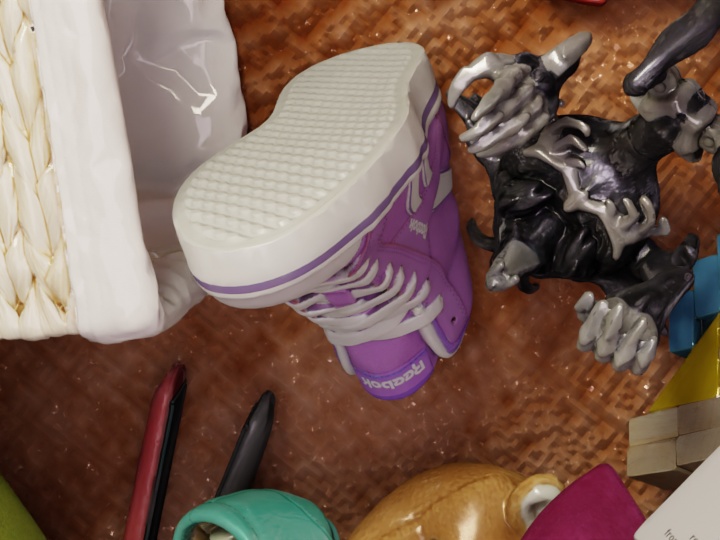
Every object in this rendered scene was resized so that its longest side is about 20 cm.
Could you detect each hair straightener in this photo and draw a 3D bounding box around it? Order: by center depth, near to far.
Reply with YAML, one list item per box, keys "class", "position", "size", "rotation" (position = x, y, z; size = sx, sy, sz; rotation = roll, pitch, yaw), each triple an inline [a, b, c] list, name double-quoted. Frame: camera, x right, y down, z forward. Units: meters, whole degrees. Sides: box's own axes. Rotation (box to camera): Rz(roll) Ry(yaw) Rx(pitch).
- class: "hair straightener"
  position: [-0.060, 0.139, 1.012]
  size: [0.077, 0.041, 0.200]
  rotation: [15, 99, 2]

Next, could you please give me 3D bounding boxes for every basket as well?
- class: "basket"
  position: [-0.136, -0.076, 0.913]
  size: [0.161, 0.198, 0.200]
  rotation: [-9, 98, 9]

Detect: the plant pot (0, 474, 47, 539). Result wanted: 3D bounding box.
- class: "plant pot"
  position: [-0.163, 0.160, 0.924]
  size: [0.200, 0.200, 0.193]
  rotation: [-37, 115, 8]

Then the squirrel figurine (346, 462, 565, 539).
- class: "squirrel figurine"
  position: [0.079, 0.157, 0.976]
  size: [0.200, 0.142, 0.187]
  rotation: [-9, 87, -9]

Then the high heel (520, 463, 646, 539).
- class: "high heel"
  position: [0.133, 0.150, 0.885]
  size: [0.200, 0.067, 0.096]
  rotation: [34, 74, -1]

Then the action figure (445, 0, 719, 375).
- class: "action figure"
  position: [0.084, -0.034, 0.908]
  size: [0.119, 0.102, 0.200]
  rotation: [51, 137, 3]

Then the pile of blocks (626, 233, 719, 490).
- class: "pile of blocks"
  position: [0.171, 0.001, 0.977]
  size: [0.062, 0.082, 0.200]
  rotation: [22, 114, -42]

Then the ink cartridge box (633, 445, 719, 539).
- class: "ink cartridge box"
  position: [0.211, 0.068, 0.850]
  size: [0.200, 0.086, 0.146]
  rotation: [-47, 125, 2]

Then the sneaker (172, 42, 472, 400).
- class: "sneaker"
  position: [0.001, 0.000, 0.910]
  size: [0.073, 0.200, 0.114]
  rotation: [-8, 106, 19]

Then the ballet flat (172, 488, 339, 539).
- class: "ballet flat"
  position: [-0.042, 0.171, 0.917]
  size: [0.070, 0.067, 0.200]
  rotation: [14, 63, -37]

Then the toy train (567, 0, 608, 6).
- class: "toy train"
  position: [0.082, -0.118, 0.973]
  size: [0.200, 0.034, 0.046]
  rotation: [13, 109, 2]
